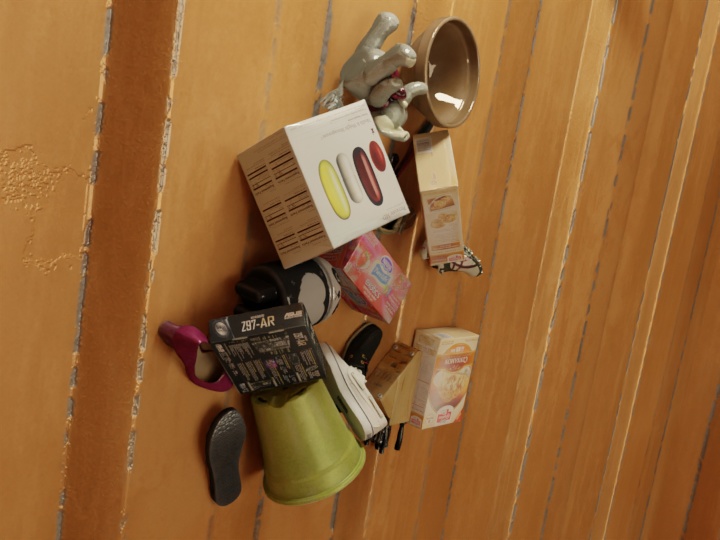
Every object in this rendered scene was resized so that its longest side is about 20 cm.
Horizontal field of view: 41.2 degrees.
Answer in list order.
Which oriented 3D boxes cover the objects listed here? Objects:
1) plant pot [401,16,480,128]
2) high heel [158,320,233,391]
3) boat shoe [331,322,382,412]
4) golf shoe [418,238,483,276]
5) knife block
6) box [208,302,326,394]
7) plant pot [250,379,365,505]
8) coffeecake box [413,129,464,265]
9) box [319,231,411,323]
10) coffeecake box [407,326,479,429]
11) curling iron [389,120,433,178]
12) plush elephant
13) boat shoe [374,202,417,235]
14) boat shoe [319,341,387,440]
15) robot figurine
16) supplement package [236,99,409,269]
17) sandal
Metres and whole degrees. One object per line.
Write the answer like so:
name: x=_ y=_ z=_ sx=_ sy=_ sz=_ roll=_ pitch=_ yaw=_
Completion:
plant pot: x=0.139 y=-0.372 z=1.800 sx=0.199 sy=0.091 sz=0.205 roll=-18 pitch=113 yaw=-52
high heel: x=-0.246 y=0.155 z=1.557 sx=0.068 sy=0.095 sz=0.200 roll=-58 pitch=139 yaw=-14
boat shoe: x=-0.011 y=0.193 z=1.882 sx=0.202 sy=0.062 sz=0.074 roll=-53 pitch=136 yaw=-23
golf shoe: x=0.190 y=-0.030 z=2.038 sx=0.088 sy=0.077 sz=0.200 roll=-47 pitch=137 yaw=3
knife block: x=0.072 y=0.279 z=2.012 sx=0.201 sy=0.063 sz=0.177 roll=-50 pitch=137 yaw=-25
box: x=-0.149 y=0.132 z=1.585 sx=0.201 sy=0.157 sz=0.044 roll=73 pitch=6 yaw=-58
plant pot: x=-0.109 y=0.281 z=1.718 sx=0.199 sy=0.198 sz=0.187 roll=-35 pitch=118 yaw=-36
coffeecake box: x=0.151 y=-0.137 z=1.838 sx=0.202 sy=0.071 sz=0.156 roll=77 pitch=6 yaw=-48
box: x=0.000 y=0.000 z=1.785 sx=0.096 sy=0.102 sz=0.200 roll=-57 pitch=138 yaw=-16
coffeecake box: x=0.172 y=0.233 z=2.105 sx=0.152 sy=0.072 sz=0.204 roll=-1 pitch=106 yaw=-51
curling iron: x=0.106 y=-0.250 z=1.870 sx=0.201 sy=0.025 sz=0.050 roll=-50 pitch=140 yaw=-25
plush elephant: x=0.046 y=-0.312 z=1.677 sx=0.200 sy=0.166 sz=0.154 roll=-44 pitch=127 yaw=12
boat shoe: x=0.049 y=-0.102 z=1.834 sx=0.198 sy=0.062 sz=0.075 roll=-3 pitch=106 yaw=-50
boat shoe: x=-0.018 y=0.216 z=1.793 sx=0.065 sy=0.202 sz=0.072 roll=-24 pitch=159 yaw=-26
robot figurine: x=-0.121 y=0.042 z=1.637 sx=0.198 sy=0.126 sz=0.150 roll=-12 pitch=153 yaw=-47
supplement package: x=-0.059 y=-0.141 z=1.566 sx=0.190 sy=0.146 sz=0.203 roll=-27 pitch=96 yaw=-40
sandal: x=-0.245 y=0.325 z=1.679 sx=0.075 sy=0.043 sz=0.204 roll=-17 pitch=126 yaw=-37
